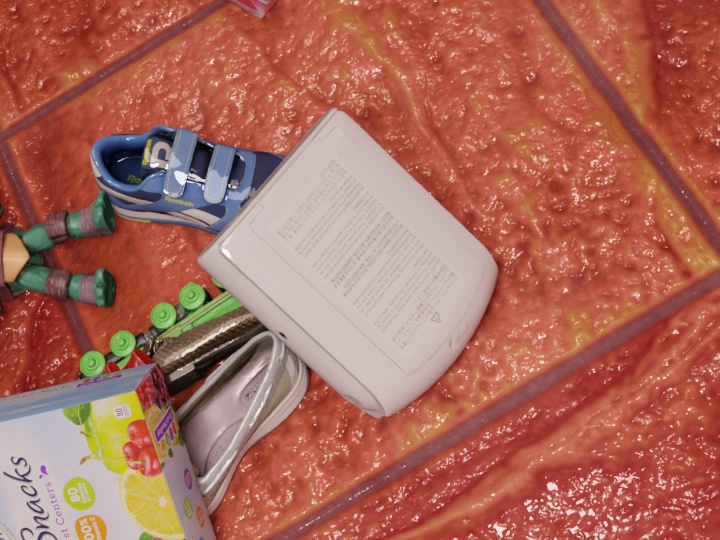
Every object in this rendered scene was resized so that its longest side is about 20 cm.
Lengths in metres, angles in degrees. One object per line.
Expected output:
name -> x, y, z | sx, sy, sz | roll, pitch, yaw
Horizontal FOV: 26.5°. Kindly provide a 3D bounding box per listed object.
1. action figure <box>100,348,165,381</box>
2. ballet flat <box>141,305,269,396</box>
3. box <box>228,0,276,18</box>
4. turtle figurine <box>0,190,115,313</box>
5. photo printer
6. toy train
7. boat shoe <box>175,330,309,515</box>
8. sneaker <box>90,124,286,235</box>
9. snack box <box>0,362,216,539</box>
action figure -> -0.215, 0.161, 1.199 | 0.200, 0.065, 0.099 | -43, 81, 28
ballet flat -> -0.093, 0.037, 1.218 | 0.199, 0.067, 0.046 | -31, 74, -3
box -> -0.149, -0.332, 1.417 | 0.200, 0.103, 0.095 | 32, 78, 28
turtle figurine -> -0.312, -0.011, 1.311 | 0.199, 0.101, 0.151 | -4, 97, 3
photo printer -> 0.000, 0.000, 1.166 | 0.200, 0.069, 0.167 | 42, 69, -9
toy train -> -0.142, 0.049, 1.261 | 0.200, 0.042, 0.057 | -34, 69, 0
boat shoe -> -0.124, 0.132, 1.196 | 0.202, 0.065, 0.074 | -45, 59, -7
sneaker -> -0.141, -0.079, 1.299 | 0.199, 0.082, 0.074 | 2, 63, 19
snack box -> -0.203, 0.185, 1.131 | 0.168, 0.068, 0.201 | -12, 104, 12
